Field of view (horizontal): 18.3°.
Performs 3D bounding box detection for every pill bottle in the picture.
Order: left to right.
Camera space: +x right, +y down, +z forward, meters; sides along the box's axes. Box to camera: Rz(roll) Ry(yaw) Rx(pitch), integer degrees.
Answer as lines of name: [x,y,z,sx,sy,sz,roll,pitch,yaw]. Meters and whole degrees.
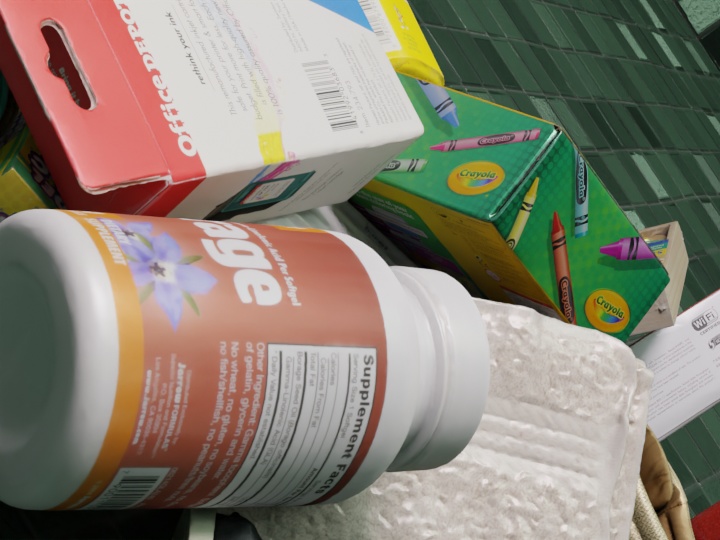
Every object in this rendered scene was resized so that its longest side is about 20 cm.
pill bottle: [-0.050,0.037,0.879,0.200,0.112,0.112,3,50,-38]

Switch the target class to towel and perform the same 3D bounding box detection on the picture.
towel: [0.031,0.076,0.990,0.199,0.034,0.133,12,76,-12]

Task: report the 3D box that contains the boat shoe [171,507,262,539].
boat shoe: [-0.046,0.156,0.828,0.066,0.075,0.199,19,18,-9]

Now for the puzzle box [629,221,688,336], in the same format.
puzzle box: [0.071,0.022,1.182,0.133,0.199,0.025,-55,130,-72]

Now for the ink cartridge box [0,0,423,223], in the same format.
ink cartridge box: [-0.079,-0.079,0.955,0.200,0.067,0.116,-13,72,-46]

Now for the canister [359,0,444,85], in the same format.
canister: [-0.052,-0.153,1.259,0.087,0.148,0.200,23,38,-57]

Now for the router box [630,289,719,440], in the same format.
router box: [0.171,0.059,1.233,0.049,0.200,0.180,57,-16,7]

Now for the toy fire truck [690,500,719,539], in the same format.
toy fire truck: [0.181,0.171,1.235,0.112,0.168,0.200,61,19,18]

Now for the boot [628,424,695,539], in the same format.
boot: [0.075,0.111,1.094,0.073,0.155,0.200,36,25,-44]

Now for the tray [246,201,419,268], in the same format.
tray: [0.000,0.000,1.056,0.200,0.022,0.107,43,17,-8]

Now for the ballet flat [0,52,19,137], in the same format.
ballet flat: [-0.215,-0.140,0.978,0.200,0.068,0.072,49,-1,-6]

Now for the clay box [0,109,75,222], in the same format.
clay box: [-0.121,-0.019,0.999,0.115,0.048,0.200,50,16,-18]

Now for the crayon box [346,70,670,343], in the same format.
crayon box: [0.041,-0.036,1.087,0.200,0.058,0.119,25,-18,47]
